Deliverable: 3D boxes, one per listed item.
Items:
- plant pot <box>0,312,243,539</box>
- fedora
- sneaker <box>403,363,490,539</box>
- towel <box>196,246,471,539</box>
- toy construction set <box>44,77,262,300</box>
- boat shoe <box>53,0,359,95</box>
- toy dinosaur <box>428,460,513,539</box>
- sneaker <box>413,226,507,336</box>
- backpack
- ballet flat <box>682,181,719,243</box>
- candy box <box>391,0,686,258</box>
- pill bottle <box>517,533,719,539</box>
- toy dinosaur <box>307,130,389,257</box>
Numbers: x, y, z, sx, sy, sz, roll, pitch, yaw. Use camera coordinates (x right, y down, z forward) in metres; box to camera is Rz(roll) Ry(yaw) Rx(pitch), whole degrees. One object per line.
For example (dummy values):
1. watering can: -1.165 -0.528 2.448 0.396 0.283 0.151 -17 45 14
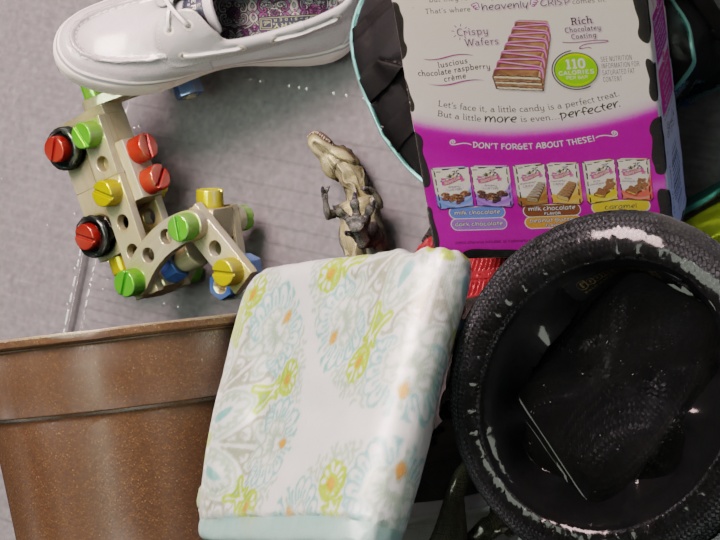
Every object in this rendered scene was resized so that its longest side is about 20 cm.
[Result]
1. plant pot: -0.139 0.132 1.387 0.200 0.200 0.199 -8 89 28
2. fedora: 0.148 0.061 1.176 0.200 0.092 0.201 5 100 31
3. sneaker: 0.048 0.110 1.314 0.200 0.071 0.099 -15 65 -9
4. towel: -0.021 0.075 1.243 0.200 0.048 0.171 -6 68 57
5. toy construction set: -0.133 -0.066 1.449 0.131 0.092 0.200 -22 70 37
6. boat shoe: -0.097 -0.158 1.402 0.200 0.069 0.072 -1 68 -2
7. toy dinosaur: 0.048 0.194 1.253 0.077 0.102 0.200 41 135 22
8. sneaker: 0.096 0.022 1.312 0.200 0.095 0.079 10 71 60
9. backpack: 0.103 -0.134 1.289 0.200 0.153 0.176 -34 78 19
10. ballet flat: 0.234 -0.037 1.266 0.200 0.067 0.067 -36 90 24
11. candy box: 0.095 -0.108 1.174 0.136 0.061 0.200 -1 119 16
12. pill bottle: 0.194 0.162 1.222 0.200 0.120 0.120 -15 78 23
13. toy dinosaur: 0.000 0.000 1.374 0.047 0.088 0.200 -12 80 10
